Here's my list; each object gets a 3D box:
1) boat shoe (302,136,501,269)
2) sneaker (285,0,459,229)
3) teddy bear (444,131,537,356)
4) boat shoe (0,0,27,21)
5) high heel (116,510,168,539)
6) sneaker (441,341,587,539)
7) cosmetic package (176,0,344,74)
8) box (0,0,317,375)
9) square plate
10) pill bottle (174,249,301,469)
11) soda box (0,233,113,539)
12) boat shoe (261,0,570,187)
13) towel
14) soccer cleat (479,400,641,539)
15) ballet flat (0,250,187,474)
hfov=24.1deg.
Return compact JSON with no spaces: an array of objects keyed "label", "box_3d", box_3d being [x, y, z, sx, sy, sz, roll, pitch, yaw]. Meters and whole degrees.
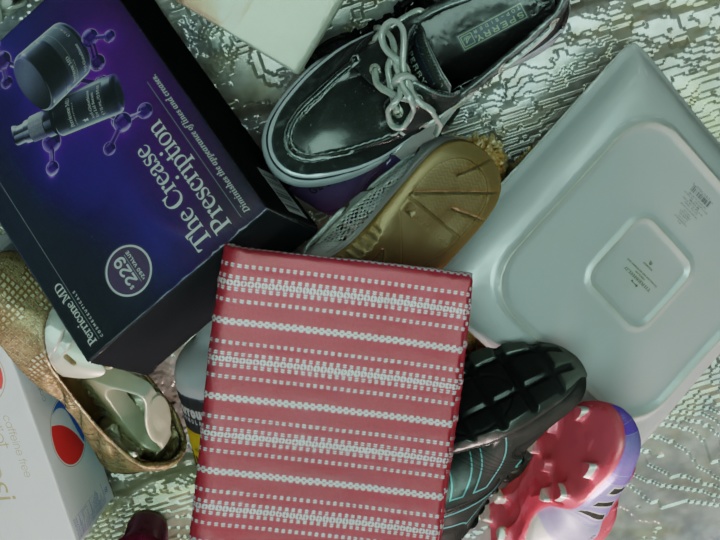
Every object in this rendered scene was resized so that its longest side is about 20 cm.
[{"label":"boat shoe","box_3d":[0.000,0.000,1.000,0.200,0.069,0.071,-44,110,1]},{"label":"sneaker","box_3d":[0.016,-0.122,1.020,0.087,0.076,0.200,26,105,-23]},{"label":"teddy bear","box_3d":[0.078,0.010,1.062,0.145,0.067,0.200,22,103,-27]},{"label":"boat shoe","box_3d":[-0.229,-0.185,1.022,0.070,0.071,0.200,40,96,-7]},{"label":"high heel","box_3d":[-0.158,0.267,1.133,0.067,0.096,0.200,2,106,0]},{"label":"sneaker","box_3d":[0.053,0.115,1.023,0.200,0.075,0.079,-32,126,4]},{"label":"cosmetic package","box_3d":[-0.020,-0.227,0.988,0.087,0.103,0.200,31,103,-9]},{"label":"box","box_3d":[-0.143,-0.060,1.003,0.141,0.079,0.200,-41,69,13]},{"label":"square plate","box_3d":[0.167,-0.003,1.046,0.198,0.028,0.200,-47,113,-2]},{"label":"pill bottle","box_3d":[-0.055,0.092,1.074,0.112,0.112,0.200,-11,105,4]},{"label":"soda box","box_3d":[-0.227,0.080,1.082,0.068,0.064,0.200,-8,111,19]},{"label":"boat shoe","box_3d":[0.031,-0.111,0.957,0.199,0.068,0.074,-25,91,2]},{"label":"towel","box_3d":[-0.018,0.089,0.953,0.144,0.022,0.200,6,102,-5]},{"label":"soccer cleat","box_3d":[0.140,0.138,1.069,0.076,0.067,0.200,6,148,-17]},{"label":"ballet flat","box_3d":[-0.164,0.059,1.055,0.065,0.071,0.200,5,145,32]}]
